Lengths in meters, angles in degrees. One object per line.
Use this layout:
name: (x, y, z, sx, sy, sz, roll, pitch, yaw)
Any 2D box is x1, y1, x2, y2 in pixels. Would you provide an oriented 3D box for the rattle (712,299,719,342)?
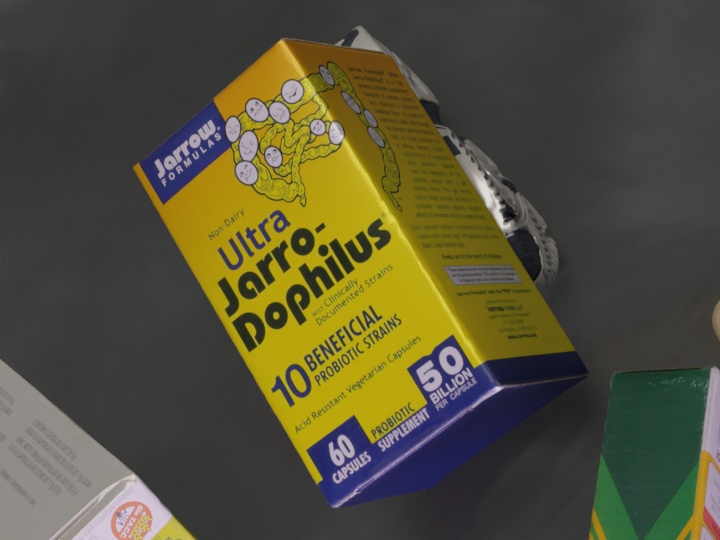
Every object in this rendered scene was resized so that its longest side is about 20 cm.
rattle: (0.271, 0.050, 1.038, 0.200, 0.143, 0.130, 43, 116, 25)

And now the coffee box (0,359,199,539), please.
coffee box: (-0.150, 0.189, 1.021, 0.200, 0.198, 0.200, -46, 31, -9)

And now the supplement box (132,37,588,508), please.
supplement box: (0.000, 0.000, 1.096, 0.109, 0.110, 0.200, -38, 73, 23)

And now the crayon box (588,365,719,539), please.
crayon box: (0.138, 0.158, 0.968, 0.052, 0.126, 0.200, -4, 57, 25)

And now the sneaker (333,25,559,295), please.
sneaker: (0.010, -0.026, 1.198, 0.130, 0.079, 0.199, -44, 61, 10)
